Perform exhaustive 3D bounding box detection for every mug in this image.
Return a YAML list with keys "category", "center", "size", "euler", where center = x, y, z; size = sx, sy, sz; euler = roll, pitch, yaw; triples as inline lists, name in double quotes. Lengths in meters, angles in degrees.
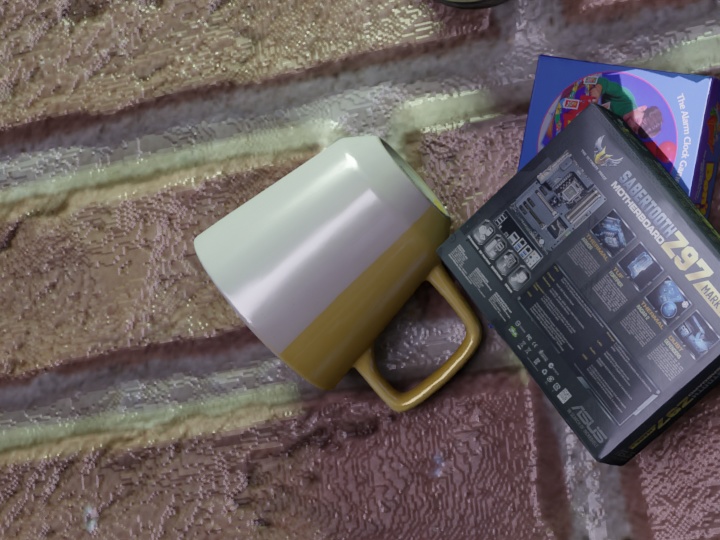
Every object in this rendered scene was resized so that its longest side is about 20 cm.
- category: "mug"
  center: [-0.006, -0.007, 1.736]
  size: [0.153, 0.187, 0.149]
  euler: [-42, 35, 7]

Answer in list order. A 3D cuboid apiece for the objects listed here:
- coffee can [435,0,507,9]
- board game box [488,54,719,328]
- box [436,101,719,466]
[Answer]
- category: "coffee can"
  center: [0.046, -0.278, 1.686]
  size: [0.146, 0.200, 0.147]
  euler: [-3, 83, 26]
- category: "board game box"
  center: [0.177, -0.045, 1.679]
  size: [0.134, 0.045, 0.200]
  euler: [11, 89, 27]
- category: "box"
  center: [0.170, 0.009, 1.622]
  size: [0.158, 0.051, 0.200]
  euler: [-45, 67, 16]
